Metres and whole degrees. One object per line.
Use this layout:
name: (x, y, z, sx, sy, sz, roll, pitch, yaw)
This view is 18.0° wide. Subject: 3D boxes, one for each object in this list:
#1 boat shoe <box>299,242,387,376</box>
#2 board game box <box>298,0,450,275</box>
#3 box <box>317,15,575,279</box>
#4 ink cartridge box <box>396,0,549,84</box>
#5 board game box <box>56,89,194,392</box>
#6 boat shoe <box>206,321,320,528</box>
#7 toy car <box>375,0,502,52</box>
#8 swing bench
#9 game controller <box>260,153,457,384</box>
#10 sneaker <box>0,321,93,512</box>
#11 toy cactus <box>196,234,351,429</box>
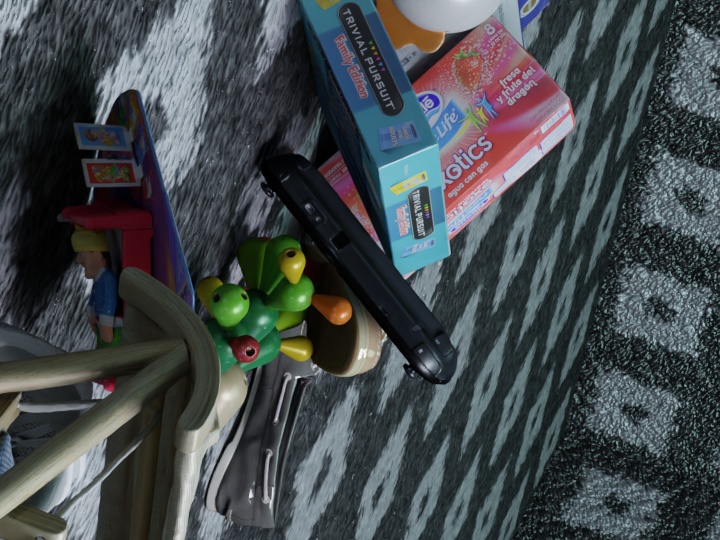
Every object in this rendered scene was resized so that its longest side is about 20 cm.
boat shoe: (-0.006, 0.028, 1.709, 0.200, 0.064, 0.071, -120, -135, -67)
board game box: (0.011, -0.102, 1.601, 0.200, 0.047, 0.151, 79, -12, -69)
box: (0.064, -0.091, 1.774, 0.200, 0.095, 0.103, -42, 167, 1)
ink cartridge box: (0.088, -0.181, 1.849, 0.200, 0.041, 0.200, -41, 164, -5)
board game box: (-0.135, 0.007, 1.203, 0.158, 0.039, 0.200, 113, -33, -50)
boat shoe: (-0.061, 0.109, 1.806, 0.067, 0.057, 0.201, 50, 60, -76)
toy car: (0.071, -0.256, 1.694, 0.200, 0.177, 0.184, -43, 159, 12)
swing bench: (-0.154, 0.135, 1.080, 0.200, 0.130, 0.199, -21, 134, -37)
game controller: (0.000, 0.000, 1.617, 0.042, 0.200, 0.104, -37, 170, -2)
sneaker: (-0.185, 0.091, 1.176, 0.200, 0.075, 0.082, 87, 28, -58)
toy cactus: (-0.077, 0.054, 1.602, 0.165, 0.102, 0.200, -61, 179, 5)
